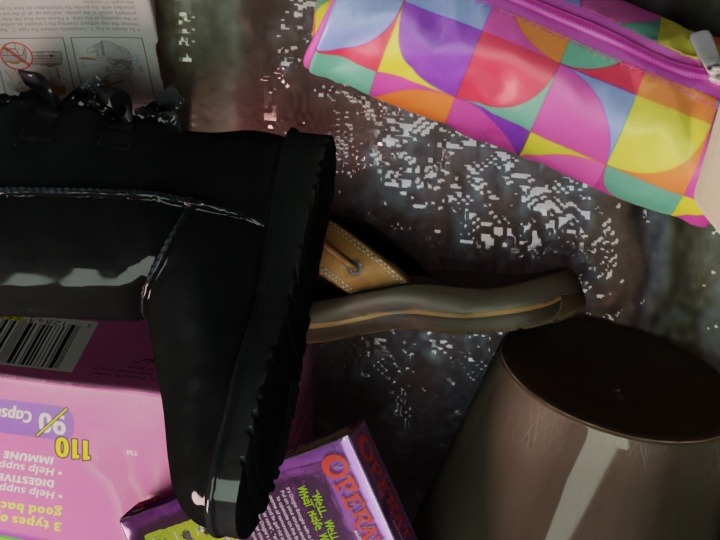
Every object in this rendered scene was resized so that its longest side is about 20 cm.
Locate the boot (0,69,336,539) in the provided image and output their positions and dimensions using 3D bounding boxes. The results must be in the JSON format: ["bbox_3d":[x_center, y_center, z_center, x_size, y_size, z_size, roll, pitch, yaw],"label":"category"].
[{"bbox_3d":[-0.104,0.011,1.129,0.162,0.199,0.073,7,157,8],"label":"boot"}]

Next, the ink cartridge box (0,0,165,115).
[{"bbox_3d":[-0.167,-0.136,1.175,0.160,0.050,0.200,0,134,11],"label":"ink cartridge box"}]

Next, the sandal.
[{"bbox_3d":[0.000,0.000,1.184,0.199,0.082,0.055,-1,99,13],"label":"sandal"}]

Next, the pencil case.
[{"bbox_3d":[0.078,-0.089,1.119,0.199,0.088,0.089,19,118,1],"label":"pencil case"}]

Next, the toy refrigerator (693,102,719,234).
[{"bbox_3d":[0.245,-0.037,1.071,0.199,0.076,0.070,3,119,-19],"label":"toy refrigerator"}]

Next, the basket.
[{"bbox_3d":[0.091,0.134,1.202,0.180,0.136,0.201,10,114,-8],"label":"basket"}]

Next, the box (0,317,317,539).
[{"bbox_3d":[-0.117,0.117,1.251,0.175,0.097,0.201,7,118,7],"label":"box"}]

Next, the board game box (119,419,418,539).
[{"bbox_3d":[-0.013,0.177,1.164,0.120,0.032,0.201,-20,97,25],"label":"board game box"}]
